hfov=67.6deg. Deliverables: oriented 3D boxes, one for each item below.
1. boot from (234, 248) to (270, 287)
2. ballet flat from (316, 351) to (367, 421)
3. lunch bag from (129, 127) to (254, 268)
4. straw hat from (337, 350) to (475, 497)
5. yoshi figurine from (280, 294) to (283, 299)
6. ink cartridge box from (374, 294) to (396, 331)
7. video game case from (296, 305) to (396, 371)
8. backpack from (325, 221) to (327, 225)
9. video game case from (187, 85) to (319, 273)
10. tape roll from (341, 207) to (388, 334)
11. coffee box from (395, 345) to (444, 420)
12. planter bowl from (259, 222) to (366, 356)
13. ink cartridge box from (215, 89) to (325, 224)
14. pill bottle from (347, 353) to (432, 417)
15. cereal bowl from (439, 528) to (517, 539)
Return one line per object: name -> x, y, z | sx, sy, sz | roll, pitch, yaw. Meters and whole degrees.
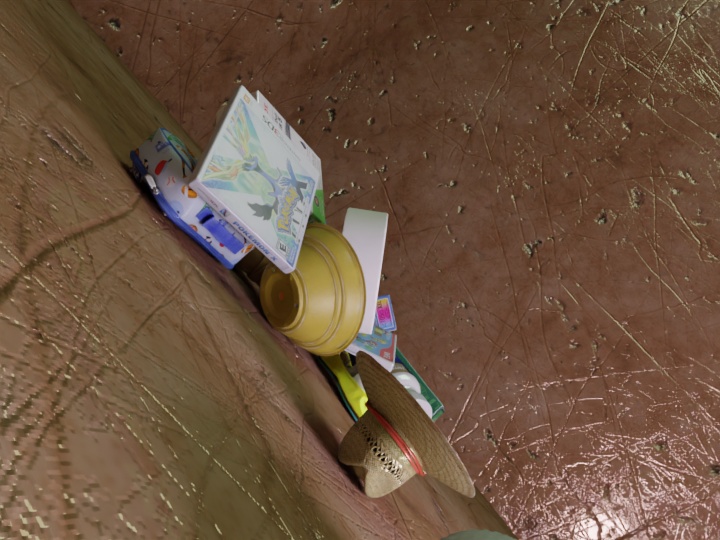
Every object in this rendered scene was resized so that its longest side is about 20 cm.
boot -> -0.162, -0.064, 0.946 | 0.156, 0.076, 0.201 | 49, 35, -11
ballet flat -> -0.013, 0.180, 0.904 | 0.067, 0.067, 0.200 | 52, -3, -37
lunch bag -> -0.230, -0.094, 0.753 | 0.161, 0.075, 0.200 | 51, -3, 27
straw hat -> 0.023, 0.188, 0.565 | 0.202, 0.085, 0.202 | 49, -16, 18
yoshi figurine -> -0.186, -0.038, 1.036 | 0.200, 0.113, 0.111 | 48, -18, -29
ink cartridge box -> -0.027, 0.110, 1.133 | 0.136, 0.196, 0.078 | 68, 9, -83
video game case -> -0.029, 0.103, 0.954 | 0.197, 0.018, 0.143 | 26, 14, 0
backpack -> -0.166, -0.080, 1.157 | 0.154, 0.190, 0.201 | 46, -5, 47
video game case -> -0.134, -0.127, 0.743 | 0.182, 0.022, 0.203 | 45, 40, -35
tape roll -> 0.000, 0.000, 0.900 | 0.069, 0.207, 0.202 | 7, -5, 2
coffee box -> 0.063, 0.238, 1.078 | 0.200, 0.122, 0.044 | 48, -7, 32
planter bowl -> -0.091, 0.033, 0.796 | 0.083, 0.202, 0.201 | -8, 47, -48
ink cartridge box -> -0.143, -0.166, 0.884 | 0.200, 0.083, 0.148 | 41, 37, -54
pill bottle -> 0.039, 0.210, 0.971 | 0.116, 0.115, 0.200 | 51, -3, -39
cereal bowl -> 0.107, 0.225, 0.278 | 0.201, 0.082, 0.202 | 53, -20, 29
